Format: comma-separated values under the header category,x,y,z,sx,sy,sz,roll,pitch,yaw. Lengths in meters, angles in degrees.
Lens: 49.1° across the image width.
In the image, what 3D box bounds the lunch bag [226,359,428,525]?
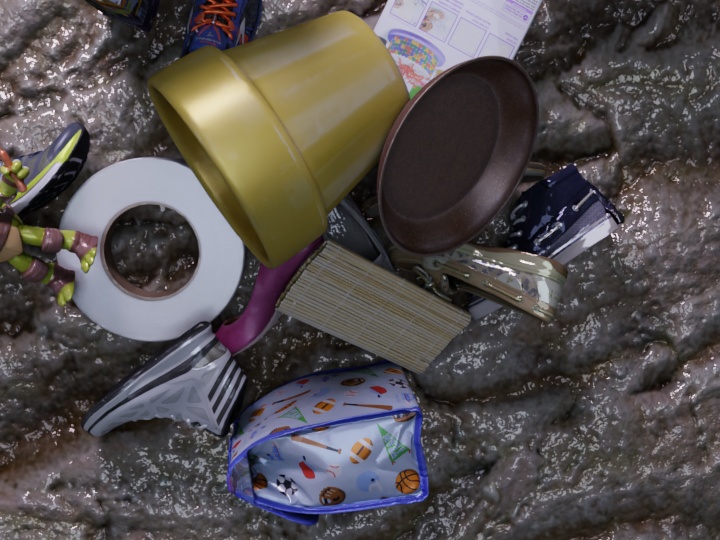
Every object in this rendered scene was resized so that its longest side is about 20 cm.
category,x,y,z,sx,sy,sz,roll,pitch,yaw
lunch bag,-0.040,0.182,0.839,0.199,0.170,0.124,-7,99,-5

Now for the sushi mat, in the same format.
category,x,y,z,sx,sy,sz,roll,pitch,yaw
sushi mat,0.016,0.043,0.834,0.199,0.012,0.096,27,115,-27

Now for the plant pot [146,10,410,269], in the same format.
category,x,y,z,sx,sy,sz,roll,pitch,yaw
plant pot,-0.063,-0.135,0.730,0.189,0.201,0.201,-36,101,-12

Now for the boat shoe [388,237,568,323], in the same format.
category,x,y,z,sx,sy,sz,roll,pitch,yaw
boat shoe,0.113,0.006,0.828,0.199,0.073,0.063,10,80,33

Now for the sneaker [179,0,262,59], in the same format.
category,x,y,z,sx,sy,sz,roll,pitch,yaw
sneaker,-0.146,-0.237,0.806,0.075,0.078,0.201,9,99,-7

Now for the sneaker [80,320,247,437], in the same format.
category,x,y,z,sx,sy,sz,roll,pitch,yaw
sneaker,-0.204,0.152,0.846,0.200,0.076,0.116,-35,98,22

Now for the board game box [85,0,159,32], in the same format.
category,x,y,z,sx,sy,sz,roll,pitch,yaw
board game box,-0.205,-0.339,0.740,0.056,0.165,0.201,19,97,-8

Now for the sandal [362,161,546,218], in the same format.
category,x,y,z,sx,sy,sz,roll,pitch,yaw
sandal,0.102,-0.077,0.852,0.199,0.080,0.054,-14,90,4

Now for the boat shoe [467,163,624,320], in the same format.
category,x,y,z,sx,sy,sz,roll,pitch,yaw
boat shoe,0.185,-0.034,0.878,0.200,0.075,0.093,-35,86,0

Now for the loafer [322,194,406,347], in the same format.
category,x,y,z,sx,sy,sz,roll,pitch,yaw
loafer,0.000,0.000,0.861,0.070,0.070,0.201,-30,101,0

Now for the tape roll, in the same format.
category,x,y,z,sx,sy,sz,roll,pitch,yaw
tape roll,-0.225,-0.023,0.857,0.202,0.037,0.204,-1,100,-5

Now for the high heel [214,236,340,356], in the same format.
category,x,y,z,sx,sy,sz,roll,pitch,yaw
high heel,-0.116,0.018,0.851,0.200,0.067,0.096,-37,97,14

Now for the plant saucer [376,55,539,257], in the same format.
category,x,y,z,sx,sy,sz,roll,pitch,yaw
plant saucer,0.086,-0.109,0.742,0.200,0.037,0.201,-25,135,-27

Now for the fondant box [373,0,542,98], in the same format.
category,x,y,z,sx,sy,sz,roll,pitch,yaw
fondant box,0.081,-0.227,0.837,0.144,0.058,0.201,26,95,-7

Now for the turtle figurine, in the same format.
category,x,y,z,sx,sy,sz,roll,pitch,yaw
turtle figurine,-0.354,-0.022,0.772,0.161,0.064,0.200,27,101,-35

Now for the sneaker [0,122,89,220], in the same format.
category,x,y,z,sx,sy,sz,roll,pitch,yaw
sneaker,-0.369,-0.093,0.818,0.200,0.074,0.081,-39,97,1
